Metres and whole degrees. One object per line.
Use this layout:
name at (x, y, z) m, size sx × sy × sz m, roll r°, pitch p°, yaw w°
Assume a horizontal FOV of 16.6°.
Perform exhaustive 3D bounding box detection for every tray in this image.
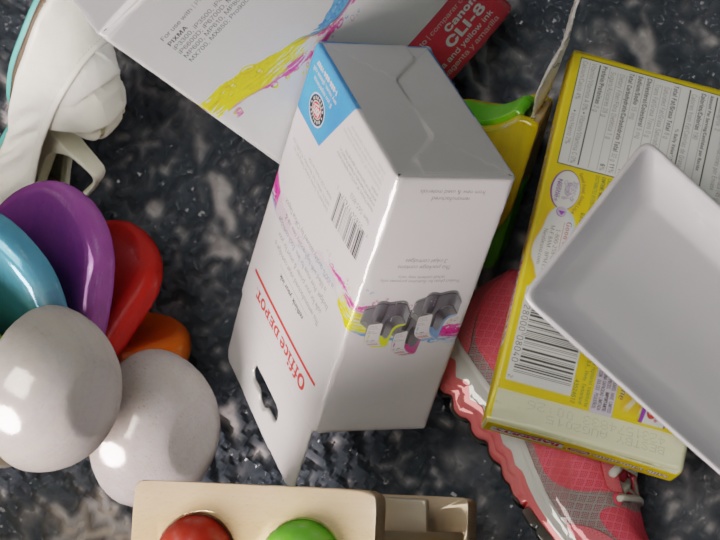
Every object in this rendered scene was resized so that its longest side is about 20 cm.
tray at (0.180, 0.042, 1.208) m, size 0.200 × 0.022 × 0.108 m, roll 42°, pitch 69°, yaw -3°

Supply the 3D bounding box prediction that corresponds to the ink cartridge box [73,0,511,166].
ink cartridge box at (-0.054, -0.164, 1.259) m, size 0.145 × 0.200 × 0.146 m, roll -46°, pitch 49°, yaw 9°

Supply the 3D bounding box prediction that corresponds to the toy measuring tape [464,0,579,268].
toy measuring tape at (0.063, -0.085, 1.270) m, size 0.073 × 0.073 × 0.201 m, roll 29°, pitch 120°, yaw 22°

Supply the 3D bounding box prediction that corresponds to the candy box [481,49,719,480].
candy box at (0.131, -0.004, 1.237) m, size 0.101 × 0.026 × 0.202 m, roll 16°, pitch 73°, yaw -4°

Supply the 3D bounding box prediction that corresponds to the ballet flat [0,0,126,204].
ballet flat at (-0.161, -0.081, 1.341) m, size 0.070 × 0.069 × 0.201 m, roll 49°, pitch 140°, yaw 20°

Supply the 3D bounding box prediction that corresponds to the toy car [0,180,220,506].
toy car at (-0.167, 0.031, 1.296) m, size 0.174 × 0.200 × 0.151 m, roll 11°, pitch 80°, yaw 37°

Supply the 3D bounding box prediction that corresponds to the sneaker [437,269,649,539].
sneaker at (0.110, 0.083, 1.248) m, size 0.087 × 0.074 × 0.201 m, roll -39°, pitch 71°, yaw 10°

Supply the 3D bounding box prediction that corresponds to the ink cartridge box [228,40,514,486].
ink cartridge box at (0.000, 0.000, 1.244) m, size 0.115 × 0.067 × 0.201 m, roll -119°, pitch 38°, yaw -45°

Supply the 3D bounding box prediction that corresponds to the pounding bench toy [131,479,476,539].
pounding bench toy at (0.004, 0.167, 1.172) m, size 0.198 × 0.156 × 0.125 m, roll 0°, pitch 83°, yaw 22°
